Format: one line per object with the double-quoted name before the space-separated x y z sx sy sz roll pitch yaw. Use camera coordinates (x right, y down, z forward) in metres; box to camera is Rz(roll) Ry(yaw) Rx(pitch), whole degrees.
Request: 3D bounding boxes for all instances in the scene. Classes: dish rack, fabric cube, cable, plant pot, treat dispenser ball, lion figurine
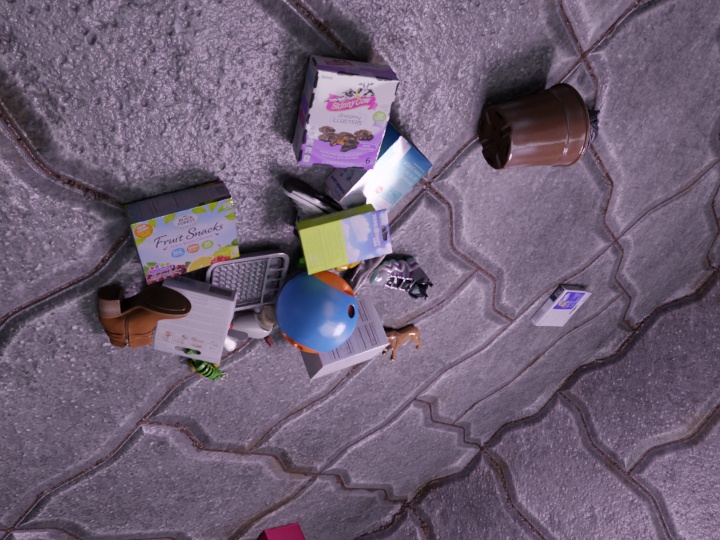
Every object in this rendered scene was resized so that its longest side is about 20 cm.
"dish rack" -0.274 0.021 1.393 0.199 0.044 0.172 -10 138 -30
"fabric cube" -0.351 1.255 2.577 0.195 0.200 0.200 9 123 -43
"cable" 0.575 -0.362 1.643 0.199 0.051 0.164 -26 148 -17
"plant pot" 0.405 -0.333 1.427 0.197 0.201 0.201 -14 139 -14
"treat dispenser ball" -0.105 0.099 1.437 0.200 0.201 0.202 -21 142 -18
"lion figurine" 0.134 0.222 1.932 0.199 0.072 0.123 -25 137 -37

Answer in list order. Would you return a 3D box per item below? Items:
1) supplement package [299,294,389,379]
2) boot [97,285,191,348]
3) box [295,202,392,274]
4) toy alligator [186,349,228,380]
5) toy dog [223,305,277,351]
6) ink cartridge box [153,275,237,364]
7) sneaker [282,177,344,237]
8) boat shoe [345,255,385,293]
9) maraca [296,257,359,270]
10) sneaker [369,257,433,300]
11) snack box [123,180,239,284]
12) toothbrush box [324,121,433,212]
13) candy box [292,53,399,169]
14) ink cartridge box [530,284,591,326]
"supplement package" -0.057 0.182 1.619 0.199 0.152 0.152 -16 163 -24
"boot" -0.461 0.113 1.277 0.198 0.077 0.156 2 132 -8
"box" -0.035 -0.073 1.323 0.198 0.048 0.123 -15 125 -8
"toy alligator" -0.394 0.265 1.559 0.059 0.054 0.200 -33 144 -2
"toy dog" -0.287 0.159 1.450 0.199 0.097 0.132 -18 170 -18
"ink cartridge box" -0.376 0.113 1.345 0.161 0.050 0.201 15 126 -10
"sneaker" -0.124 -0.123 1.324 0.115 0.076 0.200 -47 145 13
"boat shoe" 0.000 0.000 1.588 0.200 0.057 0.067 -52 176 27
"maraca" -0.062 -0.048 1.438 0.199 0.108 0.137 -25 163 20
"sneaker" 0.127 0.036 1.616 0.199 0.140 0.078 -16 143 -44
"snack box" -0.356 -0.077 1.199 0.199 0.068 0.169 -19 141 -22
"toothbrush box" 0.041 -0.220 1.340 0.200 0.086 0.146 -44 142 14
"candy box" -0.033 -0.306 1.166 0.166 0.072 0.201 0 132 -20
"ink cartridge box" 0.810 0.145 2.386 0.199 0.043 0.199 7 127 -40
